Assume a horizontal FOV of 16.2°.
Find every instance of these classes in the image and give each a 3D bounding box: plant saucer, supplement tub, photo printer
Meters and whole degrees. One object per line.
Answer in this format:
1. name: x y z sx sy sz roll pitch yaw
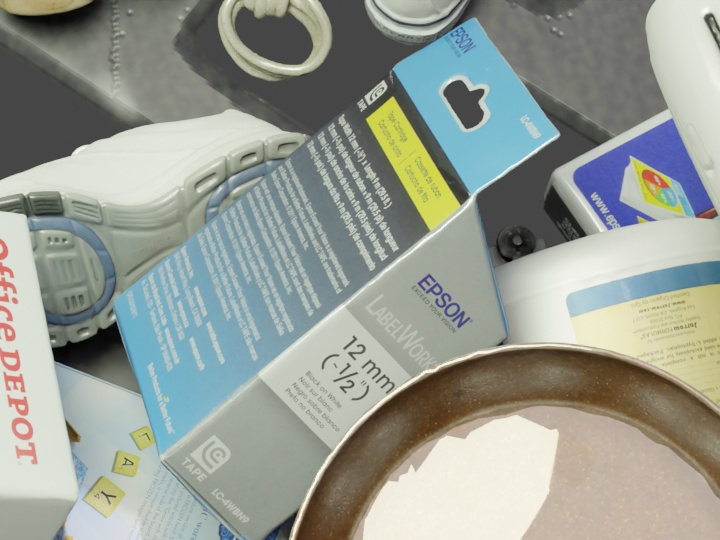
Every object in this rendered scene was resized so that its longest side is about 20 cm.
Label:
1. plant saucer: 0.070 0.128 0.956 0.200 0.034 0.201 -1 76 5
2. supplement tub: 0.120 0.092 1.052 0.144 0.145 0.200 -13 79 -11
3. photo printer: 0.191 -0.036 1.052 0.069 0.200 0.167 -29 67 15

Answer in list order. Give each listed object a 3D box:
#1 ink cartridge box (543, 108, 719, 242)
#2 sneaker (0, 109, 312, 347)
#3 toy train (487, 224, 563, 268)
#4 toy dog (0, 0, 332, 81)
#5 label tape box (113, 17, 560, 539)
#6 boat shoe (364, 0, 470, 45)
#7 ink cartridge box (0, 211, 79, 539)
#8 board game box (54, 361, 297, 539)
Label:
1. ink cartridge box: 0.220 -0.005 1.172 0.200 0.047 0.198 -27 70 -18
2. sneaker: -0.115 -0.023 1.128 0.200 0.075 0.087 -14 27 -22
3. toy train: 0.000 0.019 1.142 0.200 0.034 0.046 -11 71 -10
4. toy dog: -0.092 -0.179 1.192 0.200 0.132 0.096 13 27 -4
5. label tape box: 0.000 0.000 1.030 0.200 0.143 0.066 -38 118 6
6. boat shoe: 0.060 -0.203 1.229 0.073 0.067 0.200 18 65 2
7. ink cartridge box: -0.220 0.044 0.964 0.200 0.083 0.146 6 48 -28
8. board game box: -0.138 0.141 1.068 0.199 0.041 0.200 21 66 5
